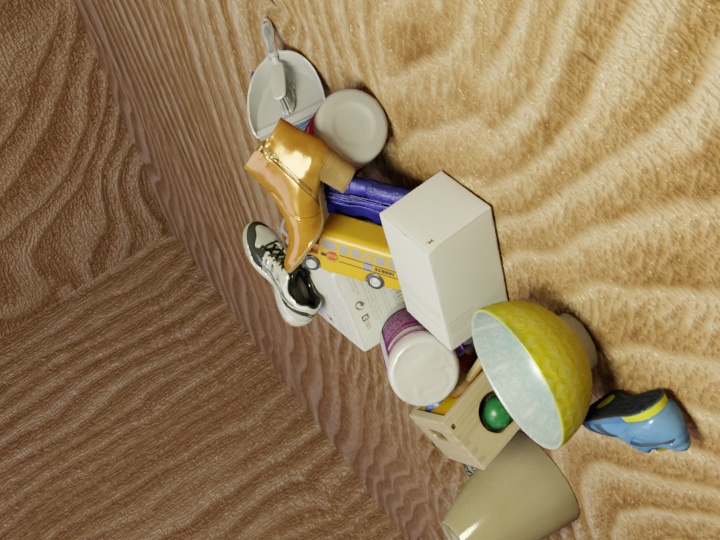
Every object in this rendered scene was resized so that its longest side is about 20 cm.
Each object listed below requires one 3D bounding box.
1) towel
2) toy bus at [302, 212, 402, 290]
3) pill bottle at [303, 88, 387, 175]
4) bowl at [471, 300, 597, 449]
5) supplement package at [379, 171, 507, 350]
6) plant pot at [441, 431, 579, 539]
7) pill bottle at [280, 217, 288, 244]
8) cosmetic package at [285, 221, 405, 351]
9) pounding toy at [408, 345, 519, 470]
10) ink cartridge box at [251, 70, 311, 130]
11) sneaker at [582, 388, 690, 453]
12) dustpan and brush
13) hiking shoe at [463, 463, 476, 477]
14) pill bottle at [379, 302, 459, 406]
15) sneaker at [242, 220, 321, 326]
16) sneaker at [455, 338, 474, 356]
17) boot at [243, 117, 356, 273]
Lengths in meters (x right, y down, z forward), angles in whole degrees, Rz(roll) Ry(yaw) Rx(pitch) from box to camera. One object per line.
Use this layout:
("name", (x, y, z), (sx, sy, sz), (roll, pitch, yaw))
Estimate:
("towel", (-0.005, -0.102, 1.438), (0.196, 0.050, 0.148), (15, 167, 16))
("toy bus", (-0.002, -0.031, 1.443), (0.196, 0.066, 0.079), (16, 134, 10))
("pill bottle", (-0.033, -0.197, 1.450), (0.113, 0.111, 0.200), (57, 165, -1))
("bowl", (0.241, 0.116, 1.218), (0.202, 0.106, 0.201), (56, 166, 22))
("supplement package", (0.121, -0.012, 1.328), (0.117, 0.116, 0.202), (43, 160, 42))
("plant pot", (0.245, 0.416, 1.634), (0.188, 0.198, 0.188), (49, 163, 21))
("pill bottle", (-0.064, -0.040, 1.853), (0.200, 0.111, 0.113), (48, 162, 30))
("cosmetic package", (0.000, 0.000, 1.633), (0.199, 0.163, 0.167), (32, 150, 56))
("pounding toy", (0.183, 0.184, 1.455), (0.142, 0.184, 0.200), (46, 166, -8))
("ink cartridge box", (-0.120, -0.269, 1.649), (0.202, 0.076, 0.137), (56, 165, 10))
("sneaker", (0.338, 0.196, 1.170), (0.079, 0.066, 0.200), (53, 165, -2))
("dustpan and brush", (-0.136, -0.331, 1.553), (0.057, 0.137, 0.203), (45, -152, -53))
("hiking shoe", (0.207, 0.324, 1.804), (0.086, 0.074, 0.203), (27, -145, -61))
("pill bottle", (0.087, 0.121, 1.472), (0.114, 0.111, 0.200), (61, -176, -18))
("sneaker", (-0.127, -0.006, 1.615), (0.202, 0.075, 0.087), (58, 147, 2))
("sneaker", (0.172, 0.186, 1.619), (0.080, 0.088, 0.202), (30, 150, 56))
("boot", (-0.109, -0.109, 1.360), (0.142, 0.203, 0.071), (29, -156, -6))
